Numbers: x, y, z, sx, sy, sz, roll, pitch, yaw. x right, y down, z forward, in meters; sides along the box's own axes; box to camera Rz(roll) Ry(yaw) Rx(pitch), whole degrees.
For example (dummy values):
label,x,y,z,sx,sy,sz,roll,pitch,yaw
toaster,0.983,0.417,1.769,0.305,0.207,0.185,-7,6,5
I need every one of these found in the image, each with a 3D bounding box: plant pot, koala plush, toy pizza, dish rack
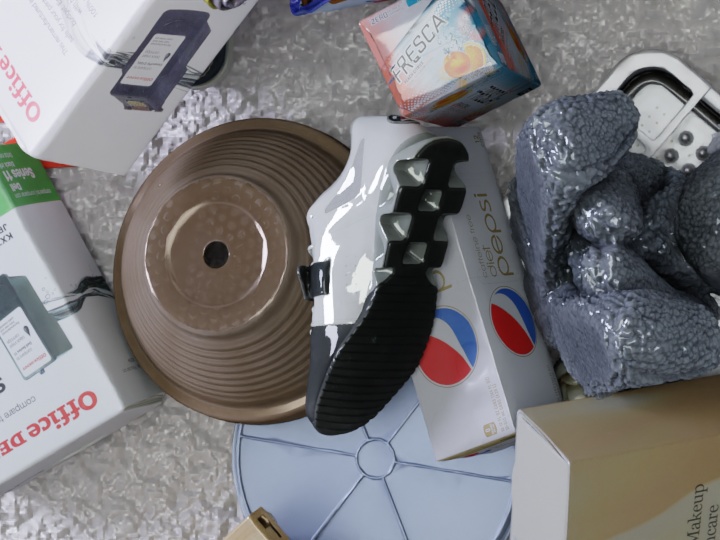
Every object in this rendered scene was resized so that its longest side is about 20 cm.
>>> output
label,x,y,z,sx,sy,sz,roll,pitch,yaw
plant pot,-0.077,-0.003,1.439,0.200,0.093,0.202,-2,83,17
koala plush,0.203,-0.022,1.337,0.199,0.184,0.178,-18,77,-9
toy pizza,0.013,0.123,1.472,0.199,0.032,0.202,0,89,13
dish rack,0.202,-0.021,1.421,0.200,0.044,0.172,41,99,8

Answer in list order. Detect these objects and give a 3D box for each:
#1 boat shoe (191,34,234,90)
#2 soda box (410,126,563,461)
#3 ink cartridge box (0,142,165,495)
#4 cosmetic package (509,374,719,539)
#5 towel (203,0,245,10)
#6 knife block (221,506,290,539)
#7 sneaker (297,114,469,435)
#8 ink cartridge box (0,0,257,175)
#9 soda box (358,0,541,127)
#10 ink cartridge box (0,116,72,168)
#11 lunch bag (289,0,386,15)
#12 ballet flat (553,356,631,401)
label,x,y,z,sx,sy,sz,roll,pitch,yaw
boat shoe,-0.138,-0.216,1.475,0.074,0.062,0.201,-15,89,13
soda box,0.062,0.014,1.405,0.068,0.064,0.201,-24,79,37
ink cartridge box,-0.244,0.037,1.495,0.146,0.083,0.201,-31,86,15
cosmetic package,0.194,0.127,1.352,0.199,0.071,0.106,-10,117,-21
towel,-0.077,-0.247,1.281,0.144,0.023,0.200,-42,58,1
knife block,-0.118,0.245,1.438,0.175,0.200,0.064,-40,84,-19
sneaker,0.000,0.000,1.374,0.088,0.074,0.201,29,105,42
ink cartridge box,-0.151,-0.181,1.382,0.200,0.084,0.145,-50,56,22
soda box,0.058,-0.132,1.366,0.068,0.200,0.064,-26,87,10
ink cartridge box,-0.271,-0.153,1.517,0.199,0.044,0.175,-3,90,12
lunch bag,0.058,-0.241,1.336,0.169,0.200,0.125,-18,90,-30
ballet flat,0.159,0.149,1.426,0.067,0.064,0.201,-16,89,12
